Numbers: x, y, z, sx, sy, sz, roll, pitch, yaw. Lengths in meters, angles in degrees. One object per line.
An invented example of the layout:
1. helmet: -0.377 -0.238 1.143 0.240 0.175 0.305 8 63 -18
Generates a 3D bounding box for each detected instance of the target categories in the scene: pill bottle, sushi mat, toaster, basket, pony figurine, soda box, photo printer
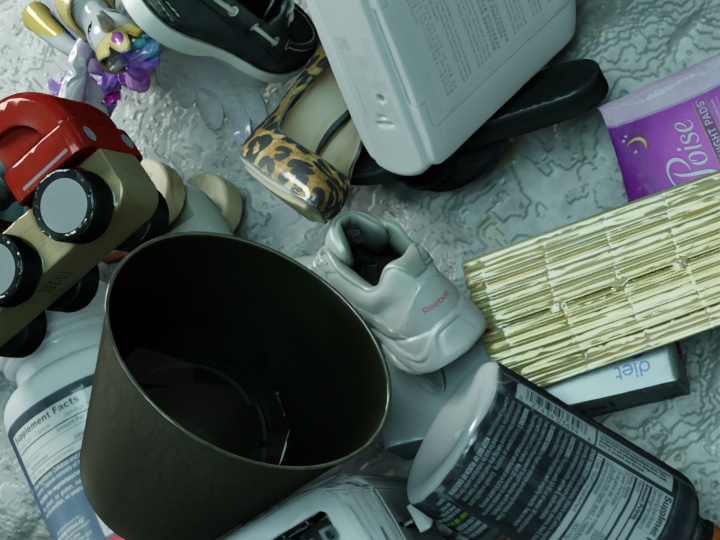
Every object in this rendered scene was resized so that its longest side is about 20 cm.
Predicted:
1. pill bottle: 0.137 0.150 1.535 0.200 0.106 0.106 32 89 -10
2. sushi mat: 0.168 0.007 1.554 0.200 0.012 0.096 -20 80 14
3. toaster: -0.033 0.209 1.585 0.200 0.129 0.114 -31 72 8
4. basket: -0.094 0.088 1.500 0.180 0.200 0.136 30 58 -4
5. pony figurine: -0.177 -0.152 1.678 0.167 0.193 0.200 -34 49 -8
6. soda box: 0.110 0.067 1.606 0.200 0.063 0.068 -14 76 13
7. photo printer: 0.060 -0.183 1.590 0.069 0.166 0.200 7 41 42
8. pill bottle: -0.171 0.114 1.648 0.120 0.120 0.200 -28 73 9

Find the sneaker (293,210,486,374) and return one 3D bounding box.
1. sneaker: 0.000 0.000 1.598 0.078 0.099 0.200 -40 27 -26

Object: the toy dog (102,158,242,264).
1. toy dog: -0.119 0.016 1.653 0.096 0.132 0.200 -38 40 23

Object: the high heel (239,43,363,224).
1. high heel: -0.012 -0.108 1.614 0.071 0.200 0.143 39 96 -16

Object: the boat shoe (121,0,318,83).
1. boat shoe: -0.077 -0.174 1.630 0.060 0.200 0.076 -40 73 23

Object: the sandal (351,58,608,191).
1. sandal: 0.074 -0.084 1.642 0.200 0.075 0.048 -16 116 21

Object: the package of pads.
1. package of pads: 0.263 -0.088 1.586 0.200 0.076 0.121 -24 73 11

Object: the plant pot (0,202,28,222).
1. plant pot: -0.351 -0.054 1.708 0.134 0.200 0.200 -33 71 36

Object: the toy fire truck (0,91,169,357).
1. toy fire truck: -0.238 -0.062 1.600 0.176 0.129 0.200 -40 72 18
